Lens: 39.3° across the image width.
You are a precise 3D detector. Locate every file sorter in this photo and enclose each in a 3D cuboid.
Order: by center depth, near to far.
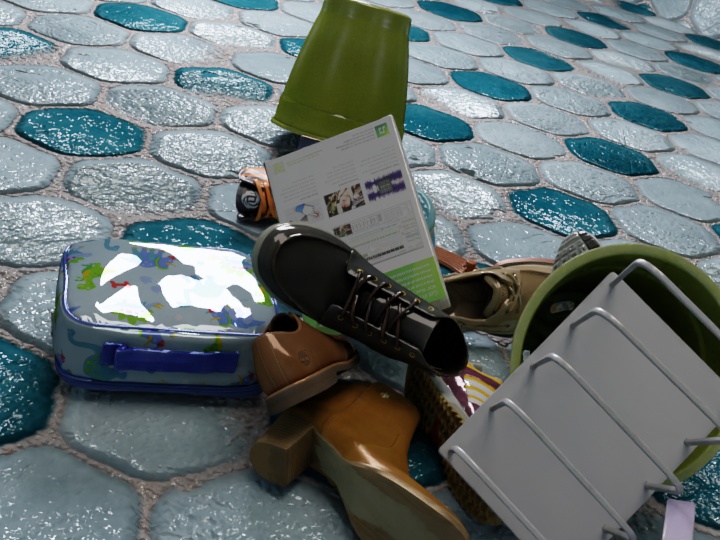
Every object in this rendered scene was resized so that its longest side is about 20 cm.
[{"bbox_3d":[0.175,0.110,0.733,0.139,0.200,0.125,45,-6,9],"label":"file sorter"}]

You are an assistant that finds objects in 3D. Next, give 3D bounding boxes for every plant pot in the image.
[{"bbox_3d":[0.213,0.079,0.908,0.196,0.204,0.190,13,0,-3],"label":"plant pot"},{"bbox_3d":[-0.010,-0.282,1.438,0.197,0.196,0.201,15,12,-3],"label":"plant pot"}]

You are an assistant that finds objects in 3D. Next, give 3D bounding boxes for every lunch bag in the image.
[{"bbox_3d":[-0.175,0.043,0.906,0.196,0.084,0.161,4,28,-20],"label":"lunch bag"}]

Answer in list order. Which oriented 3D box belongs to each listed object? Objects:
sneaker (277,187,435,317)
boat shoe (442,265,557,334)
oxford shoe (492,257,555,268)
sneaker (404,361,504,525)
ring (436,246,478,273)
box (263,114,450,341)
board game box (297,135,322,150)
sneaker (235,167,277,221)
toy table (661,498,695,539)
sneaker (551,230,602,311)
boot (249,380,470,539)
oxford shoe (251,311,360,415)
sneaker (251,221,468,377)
[{"bbox_3d":[0.000,0.000,1.071,0.080,0.198,0.131,62,3,20],"label":"sneaker"},{"bbox_3d":[0.142,0.033,1.067,0.196,0.073,0.064,-7,-6,-13],"label":"boat shoe"},{"bbox_3d":[0.234,0.043,1.130,0.196,0.071,0.075,17,32,8],"label":"oxford shoe"},{"bbox_3d":[0.109,0.137,0.878,0.088,0.076,0.201,-3,32,-20],"label":"sneaker"},{"bbox_3d":[0.067,0.004,1.174,0.196,0.020,0.201,11,26,-6],"label":"ring"},{"bbox_3d":[-0.006,-0.037,0.996,0.142,0.036,0.203,-18,70,8],"label":"box"},{"bbox_3d":[-0.007,-0.136,1.309,0.133,0.035,0.200,16,5,2],"label":"board game box"},{"bbox_3d":[-0.090,-0.069,1.187,0.110,0.079,0.200,2,18,-15],"label":"sneaker"},{"bbox_3d":[0.247,0.243,0.652,0.115,0.186,0.202,7,45,20],"label":"toy table"},{"bbox_3d":[0.264,0.054,1.062,0.086,0.074,0.203,-4,70,-55],"label":"sneaker"},{"bbox_3d":[0.022,0.149,0.816,0.198,0.072,0.144,22,28,23],"label":"boot"},{"bbox_3d":[-0.047,0.067,0.863,0.070,0.072,0.200,-27,-3,6],"label":"oxford shoe"},{"bbox_3d":[0.006,0.023,0.851,0.199,0.076,0.106,30,-7,-35],"label":"sneaker"}]
